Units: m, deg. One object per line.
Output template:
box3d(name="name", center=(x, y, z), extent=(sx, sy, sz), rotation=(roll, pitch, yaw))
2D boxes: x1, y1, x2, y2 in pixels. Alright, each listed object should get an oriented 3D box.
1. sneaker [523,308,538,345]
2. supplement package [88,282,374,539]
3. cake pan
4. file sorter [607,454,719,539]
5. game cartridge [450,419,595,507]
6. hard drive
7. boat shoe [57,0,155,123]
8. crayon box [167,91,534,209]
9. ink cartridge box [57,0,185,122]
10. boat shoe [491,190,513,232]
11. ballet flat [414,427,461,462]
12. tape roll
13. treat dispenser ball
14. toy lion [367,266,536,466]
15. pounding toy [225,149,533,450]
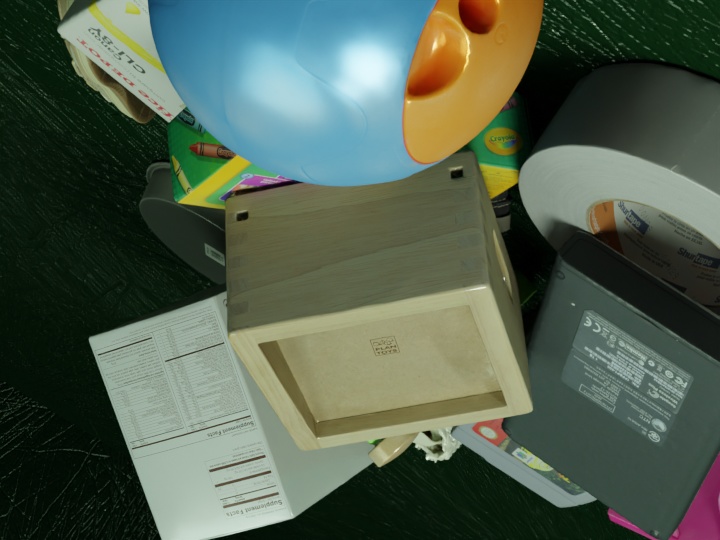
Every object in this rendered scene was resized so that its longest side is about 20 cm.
box3d(name="sneaker", center=(0.153, 0.099, 1.357), extent=(0.108, 0.067, 0.201), rotation=(38, 159, -5))
box3d(name="supplement package", center=(-0.106, 0.114, 1.425), extent=(0.147, 0.191, 0.200), rotation=(-18, 93, 29))
box3d(name="cake pan", center=(-0.137, -0.031, 1.563), extent=(0.200, 0.037, 0.200), rotation=(29, 161, 11))
box3d(name="file sorter", center=(0.286, 0.134, 1.111), extent=(0.200, 0.139, 0.125), rotation=(23, 158, 30))
box3d(name="game cartridge", center=(0.156, 0.134, 1.301), extent=(0.133, 0.041, 0.200), rotation=(29, 156, 2))
box3d(name="hard drive", center=(0.169, 0.081, 1.019), extent=(0.140, 0.033, 0.200), rotation=(34, 145, 18))
box3d(name="boat shoe", center=(-0.206, -0.183, 1.245), extent=(0.065, 0.072, 0.200), rotation=(28, 167, 16))
box3d(name="crayon box", center=(-0.005, -0.077, 0.992), extent=(0.200, 0.058, 0.119), rotation=(7, 157, -33))
box3d(name="ink cartridge box", center=(-0.104, -0.166, 1.087), extent=(0.145, 0.083, 0.200), rotation=(40, 161, -21))
box3d(name="boat shoe", center=(0.035, -0.078, 1.158), extent=(0.200, 0.073, 0.063), rotation=(22, 116, 46))
box3d(name="ballet flat", center=(0.024, 0.099, 1.404), extent=(0.200, 0.072, 0.072), rotation=(42, 160, -19))
box3d(name="tape roll", center=(0.197, -0.035, 0.949), extent=(0.200, 0.066, 0.200), rotation=(30, 161, 12))
box3d(name="treat dispenser ball", center=(-0.007, -0.143, 0.798), extent=(0.201, 0.201, 0.201), rotation=(30, 161, 11))
box3d(name="toy lion", center=(0.072, 0.065, 1.281), extent=(0.069, 0.192, 0.200), rotation=(47, 122, 6))
box3d(name="pounding toy", center=(0.005, 0.020, 1.014), extent=(0.184, 0.142, 0.200), rotation=(-11, 146, 11))
